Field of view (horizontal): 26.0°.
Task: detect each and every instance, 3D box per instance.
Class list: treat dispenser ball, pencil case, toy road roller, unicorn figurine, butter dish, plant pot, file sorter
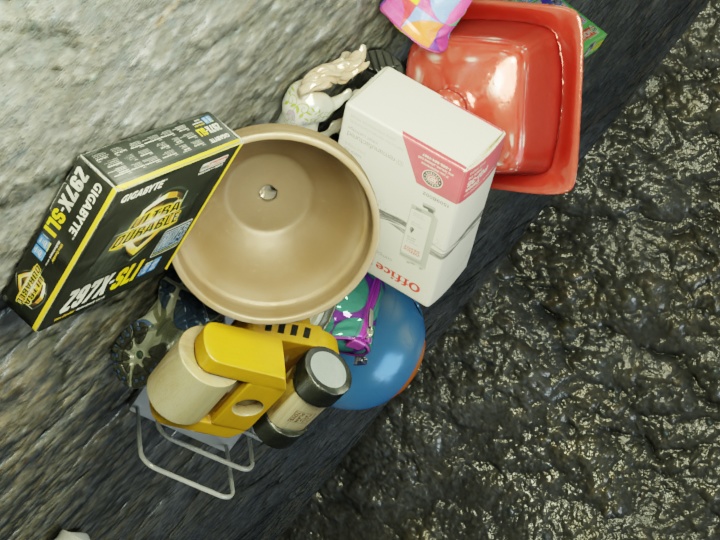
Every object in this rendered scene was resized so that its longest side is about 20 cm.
[{"bbox_3d":[-0.009,0.092,2.156,0.201,0.201,0.201,-47,169,-12],"label":"treat dispenser ball"},{"bbox_3d":[0.000,0.000,1.777,0.085,0.092,0.201,39,62,-50],"label":"pencil case"},{"bbox_3d":[-0.116,0.085,1.593,0.199,0.147,0.123,13,139,-31],"label":"toy road roller"},{"bbox_3d":[-0.058,-0.134,1.559,0.137,0.074,0.201,-38,149,-41],"label":"unicorn figurine"},{"bbox_3d":[0.117,-0.175,1.617,0.148,0.199,0.201,-23,118,-57],"label":"butter dish"},{"bbox_3d":[-0.086,-0.057,1.485,0.201,0.200,0.093,-53,-157,20],"label":"plant pot"},{"bbox_3d":[0.105,-0.313,1.538,0.200,0.088,0.088,-51,169,19],"label":"pencil case"},{"bbox_3d":[-0.155,0.142,1.782,0.200,0.138,0.125,-53,-155,21],"label":"file sorter"}]

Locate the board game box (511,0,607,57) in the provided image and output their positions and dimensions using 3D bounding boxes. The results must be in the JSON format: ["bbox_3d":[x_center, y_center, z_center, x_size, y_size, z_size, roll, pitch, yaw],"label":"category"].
[{"bbox_3d":[0.200,-0.289,1.870,0.200,0.134,0.029,-35,163,-51],"label":"board game box"}]

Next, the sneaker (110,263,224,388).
[{"bbox_3d":[-0.177,0.040,1.637,0.200,0.077,0.085,-42,167,18],"label":"sneaker"}]

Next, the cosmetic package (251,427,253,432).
[{"bbox_3d":[-0.147,0.128,1.978,0.090,0.107,0.200,-47,171,-15],"label":"cosmetic package"}]

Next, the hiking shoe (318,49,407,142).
[{"bbox_3d":[-0.005,-0.144,1.690,0.200,0.076,0.101,-53,165,15],"label":"hiking shoe"}]

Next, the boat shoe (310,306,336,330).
[{"bbox_3d":[-0.036,-0.019,1.715,0.060,0.072,0.203,35,52,-44],"label":"boat shoe"}]

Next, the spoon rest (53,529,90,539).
[{"bbox_3d":[-0.383,0.373,2.032,0.099,0.061,0.200,-43,-179,-25],"label":"spoon rest"}]

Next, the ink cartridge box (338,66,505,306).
[{"bbox_3d":[0.049,-0.081,1.578,0.083,0.146,0.201,-46,158,-40],"label":"ink cartridge box"}]

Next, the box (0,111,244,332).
[{"bbox_3d":[-0.199,-0.044,1.323,0.160,0.049,0.200,-53,169,28],"label":"box"}]
